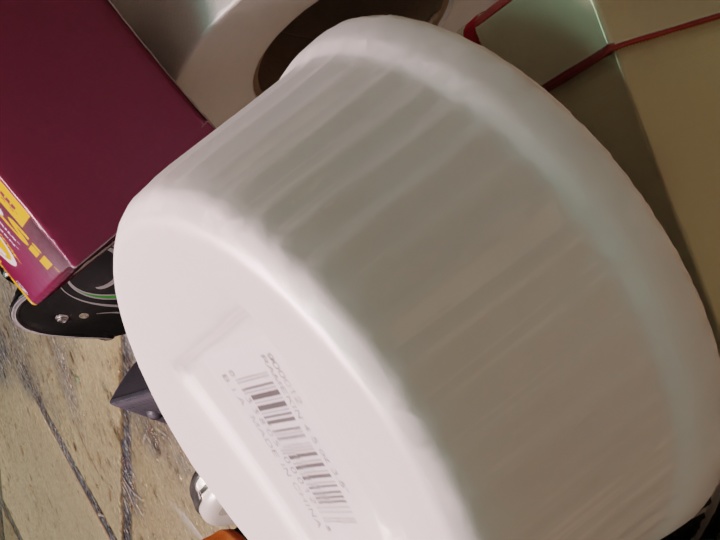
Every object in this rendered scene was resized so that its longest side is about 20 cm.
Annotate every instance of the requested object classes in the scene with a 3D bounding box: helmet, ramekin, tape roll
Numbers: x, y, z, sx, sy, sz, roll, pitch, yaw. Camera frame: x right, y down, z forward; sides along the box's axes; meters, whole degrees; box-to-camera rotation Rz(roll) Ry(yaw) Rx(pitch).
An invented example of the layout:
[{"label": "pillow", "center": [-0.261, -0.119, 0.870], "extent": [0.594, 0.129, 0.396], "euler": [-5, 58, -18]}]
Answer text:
[{"label": "helmet", "center": [-0.200, -0.043, 1.127], "extent": [0.199, 0.190, 0.202], "euler": [-5, 82, 35]}, {"label": "ramekin", "center": [0.008, 0.030, 0.465], "extent": [0.200, 0.097, 0.201], "euler": [40, 150, 29]}, {"label": "tape roll", "center": [-0.032, -0.164, 0.701], "extent": [0.140, 0.201, 0.203], "euler": [61, 152, 19]}]

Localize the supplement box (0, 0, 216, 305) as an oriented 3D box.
[{"label": "supplement box", "center": [-0.145, -0.058, 0.669], "extent": [0.111, 0.086, 0.200], "euler": [51, 163, -7]}]

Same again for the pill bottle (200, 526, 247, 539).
[{"label": "pill bottle", "center": [-0.001, 0.158, 0.856], "extent": [0.106, 0.199, 0.107], "euler": [42, 142, 45]}]

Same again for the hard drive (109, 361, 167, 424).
[{"label": "hard drive", "center": [-0.057, 0.100, 0.966], "extent": [0.135, 0.199, 0.043], "euler": [-20, 52, 64]}]

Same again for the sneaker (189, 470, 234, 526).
[{"label": "sneaker", "center": [0.011, 0.129, 0.752], "extent": [0.076, 0.199, 0.116], "euler": [59, -164, -66]}]

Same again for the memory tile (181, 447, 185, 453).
[{"label": "memory tile", "center": [-0.052, 0.046, 0.893], "extent": [0.201, 0.152, 0.017], "euler": [-114, 25, -49]}]

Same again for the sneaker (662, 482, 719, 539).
[{"label": "sneaker", "center": [0.133, 0.126, 0.719], "extent": [0.080, 0.073, 0.201], "euler": [51, 147, 39]}]

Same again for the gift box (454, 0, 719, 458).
[{"label": "gift box", "center": [0.113, -0.039, 0.514], "extent": [0.184, 0.199, 0.188], "euler": [-26, 82, 59]}]
